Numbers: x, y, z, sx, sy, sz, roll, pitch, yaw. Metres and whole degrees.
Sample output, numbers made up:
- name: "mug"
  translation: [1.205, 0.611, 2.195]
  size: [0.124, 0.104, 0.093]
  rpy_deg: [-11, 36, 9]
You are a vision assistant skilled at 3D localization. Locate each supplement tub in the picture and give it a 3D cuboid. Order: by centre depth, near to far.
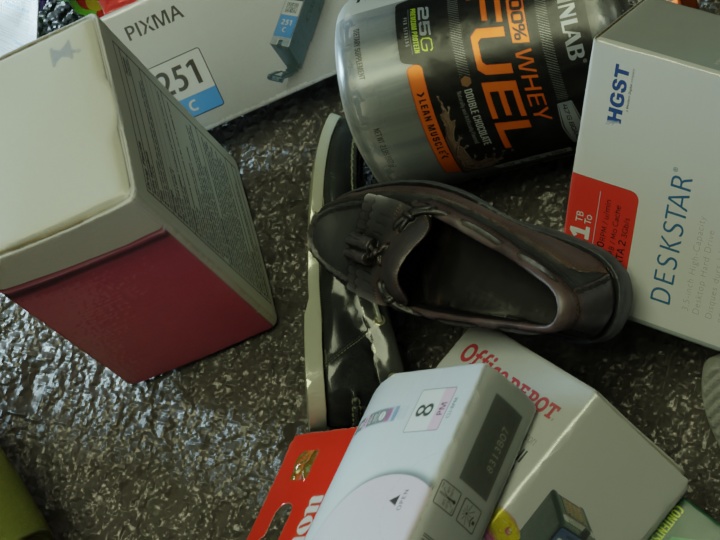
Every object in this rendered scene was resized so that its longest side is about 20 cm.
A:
- name: "supplement tub"
  translation: [0.095, -0.122, 1.112]
  size: [0.199, 0.123, 0.123]
  rpy_deg: [-14, 64, 17]

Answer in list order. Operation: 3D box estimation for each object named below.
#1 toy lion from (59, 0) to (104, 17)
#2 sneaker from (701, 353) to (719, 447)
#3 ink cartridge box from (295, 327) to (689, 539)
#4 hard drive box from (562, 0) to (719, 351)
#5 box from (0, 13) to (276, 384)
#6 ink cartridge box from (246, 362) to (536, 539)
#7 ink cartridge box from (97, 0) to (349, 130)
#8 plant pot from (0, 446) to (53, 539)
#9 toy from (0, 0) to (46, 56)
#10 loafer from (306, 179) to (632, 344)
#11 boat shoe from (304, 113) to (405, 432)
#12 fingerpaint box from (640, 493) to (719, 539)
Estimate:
- name: "toy lion"
  translation: [-0.161, -0.237, 1.310]
  size: [0.199, 0.069, 0.193]
  rpy_deg: [-11, 75, 23]
- name: "sneaker"
  translation: [0.262, 0.101, 0.991]
  size: [0.082, 0.074, 0.200]
  rpy_deg: [-17, 41, -30]
- name: "ink cartridge box"
  translation: [0.055, 0.140, 1.009]
  size: [0.200, 0.087, 0.145]
  rpy_deg: [-49, 27, -4]
- name: "hard drive box"
  translation: [0.214, -0.036, 0.994]
  size: [0.199, 0.156, 0.077]
  rpy_deg: [19, 33, 24]
- name: "box"
  translation: [-0.146, -0.035, 1.134]
  size: [0.109, 0.200, 0.128]
  rpy_deg: [-23, 61, 12]
- name: "ink cartridge box"
  translation: [-0.017, 0.132, 0.981]
  size: [0.200, 0.057, 0.163]
  rpy_deg: [-8, 48, 47]
- name: "ink cartridge box"
  translation: [-0.080, -0.192, 1.208]
  size: [0.199, 0.045, 0.177]
  rpy_deg: [-22, 101, 13]
- name: "plant pot"
  translation: [-0.288, 0.135, 1.155]
  size: [0.200, 0.187, 0.187]
  rpy_deg: [35, 85, 16]
- name: "toy"
  translation: [-0.232, -0.224, 1.282]
  size: [0.115, 0.047, 0.201]
  rpy_deg: [28, 126, 42]
- name: "loafer"
  translation: [0.047, -0.005, 1.030]
  size: [0.199, 0.063, 0.072]
  rpy_deg: [15, 103, 33]
- name: "boat shoe"
  translation: [0.000, 0.000, 1.141]
  size: [0.067, 0.072, 0.201]
  rpy_deg: [-2, 66, 3]
- name: "fingerpaint box"
  translation: [0.168, 0.243, 0.956]
  size: [0.167, 0.073, 0.200]
  rpy_deg: [37, 87, 31]
